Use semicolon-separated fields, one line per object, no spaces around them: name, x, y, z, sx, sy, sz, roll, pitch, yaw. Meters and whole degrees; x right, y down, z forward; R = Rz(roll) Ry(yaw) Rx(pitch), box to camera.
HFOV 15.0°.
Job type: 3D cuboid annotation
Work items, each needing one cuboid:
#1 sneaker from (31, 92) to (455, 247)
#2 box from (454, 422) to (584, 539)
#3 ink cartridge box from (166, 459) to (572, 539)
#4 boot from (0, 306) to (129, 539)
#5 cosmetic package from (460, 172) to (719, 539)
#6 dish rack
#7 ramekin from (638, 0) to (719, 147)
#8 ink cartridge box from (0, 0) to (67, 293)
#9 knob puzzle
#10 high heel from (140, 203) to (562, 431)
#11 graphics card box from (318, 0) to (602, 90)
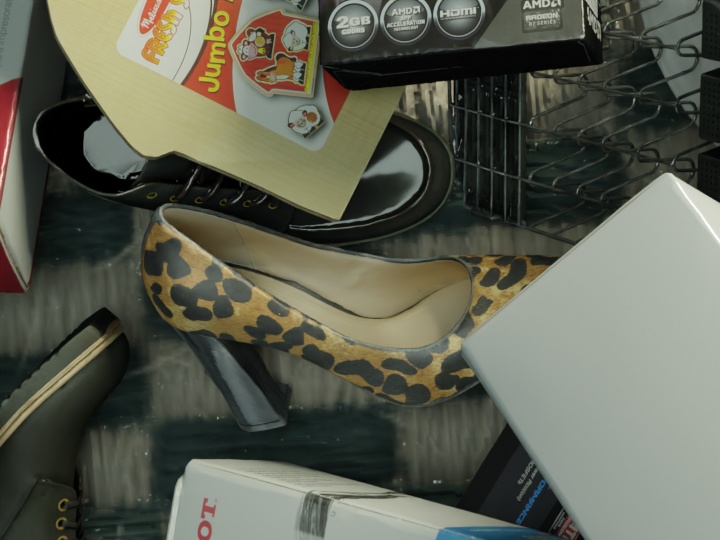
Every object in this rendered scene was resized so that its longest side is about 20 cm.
sneaker;-0.057;-0.049;1.329;0.200;0.106;0.075;3;92;8
box;0.152;0.122;1.298;0.198;0.050;0.200;36;97;33
ink cartridge box;0.003;0.180;1.300;0.200;0.084;0.145;12;94;36
boot;-0.143;0.131;1.370;0.138;0.077;0.200;40;109;1
cosmetic package;0.175;0.088;1.146;0.123;0.200;0.199;-41;62;16
dish rack;0.119;-0.077;1.290;0.200;0.055;0.153;19;115;46
ramekin;0.228;-0.144;1.255;0.202;0.094;0.202;19;117;44
ink cartridge box;-0.256;-0.073;1.340;0.200;0.083;0.146;2;64;7
knob puzzle;-0.063;-0.142;1.295;0.220;0.030;0.220;1;85;-8
high heel;0.000;0.000;1.310;0.200;0.071;0.143;-19;130;13
graphics card box;0.043;-0.187;1.249;0.125;0.051;0.200;-4;79;14
